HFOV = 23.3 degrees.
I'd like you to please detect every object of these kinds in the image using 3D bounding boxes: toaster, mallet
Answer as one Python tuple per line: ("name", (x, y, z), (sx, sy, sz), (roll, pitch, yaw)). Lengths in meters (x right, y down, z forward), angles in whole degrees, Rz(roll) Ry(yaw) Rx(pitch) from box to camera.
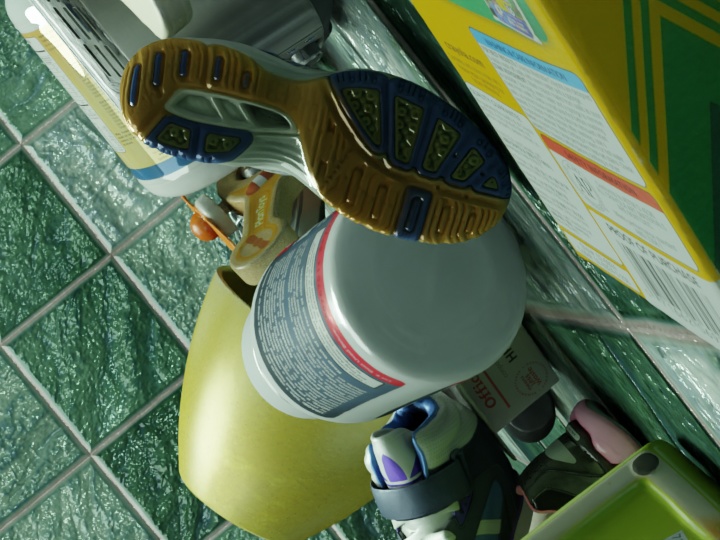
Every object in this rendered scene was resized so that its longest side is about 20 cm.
("toaster", (-0.116, -0.169, 0.966), (0.200, 0.129, 0.114), (51, 175, 1))
("mallet", (0.085, 0.047, 1.348), (0.200, 0.041, 0.066), (54, 177, 7))

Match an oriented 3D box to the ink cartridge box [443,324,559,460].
("ink cartridge box", (0.065, 0.038, 1.227), (0.115, 0.068, 0.200), (53, 176, -29))

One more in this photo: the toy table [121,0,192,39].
("toy table", (-0.147, -0.206, 0.834), (0.200, 0.183, 0.117), (56, 160, 11))

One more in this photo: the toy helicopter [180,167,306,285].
("toy helicopter", (-0.070, -0.048, 1.179), (0.079, 0.132, 0.200), (53, -162, -25))

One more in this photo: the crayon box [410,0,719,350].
("crayon box", (0.058, -0.072, 0.482), (0.200, 0.052, 0.126), (52, 176, -27))

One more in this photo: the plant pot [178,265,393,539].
("plant pot", (-0.051, 0.109, 1.247), (0.199, 0.142, 0.200), (31, -172, -4))

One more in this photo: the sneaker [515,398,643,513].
("sneaker", (0.171, 0.178, 1.140), (0.200, 0.095, 0.079), (51, 174, -24))

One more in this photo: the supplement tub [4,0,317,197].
("supplement tub", (-0.136, -0.163, 1.122), (0.200, 0.144, 0.145), (53, 175, -20))

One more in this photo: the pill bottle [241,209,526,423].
("pill bottle", (0.002, 0.026, 1.023), (0.120, 0.120, 0.200), (51, 153, -3))

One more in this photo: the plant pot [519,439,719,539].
("plant pot", (0.167, 0.227, 0.960), (0.200, 0.199, 0.182), (46, 168, 48))

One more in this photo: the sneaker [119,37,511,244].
("sneaker", (-0.017, -0.075, 0.875), (0.199, 0.076, 0.088), (21, -168, 1))

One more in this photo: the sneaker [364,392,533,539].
("sneaker", (0.039, 0.170, 1.097), (0.147, 0.080, 0.201), (47, -138, -31))

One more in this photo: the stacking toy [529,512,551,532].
("stacking toy", (0.201, 0.228, 1.254), (0.200, 0.146, 0.146), (31, 171, 13))

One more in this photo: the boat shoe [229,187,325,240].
("boat shoe", (-0.062, -0.045, 1.285), (0.070, 0.071, 0.201), (87, 180, -46))
